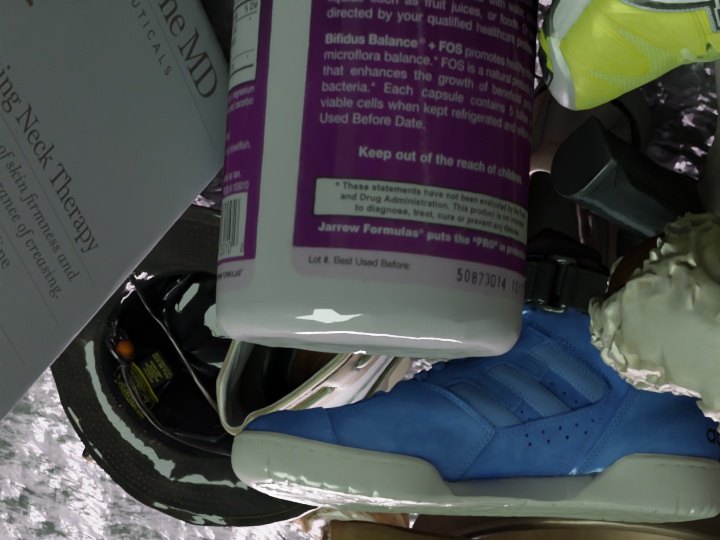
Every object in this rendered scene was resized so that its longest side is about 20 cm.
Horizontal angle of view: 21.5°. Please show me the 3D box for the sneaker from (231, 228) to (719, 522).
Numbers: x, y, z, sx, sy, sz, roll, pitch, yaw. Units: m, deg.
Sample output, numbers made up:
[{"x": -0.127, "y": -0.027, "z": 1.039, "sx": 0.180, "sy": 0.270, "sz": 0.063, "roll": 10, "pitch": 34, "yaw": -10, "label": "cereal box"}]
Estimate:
[{"x": 0.048, "y": 0.040, "z": 0.754, "sx": 0.198, "sy": 0.112, "sz": 0.077, "roll": 3, "pitch": 169, "yaw": -8, "label": "sneaker"}]

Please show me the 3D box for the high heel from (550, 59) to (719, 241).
[{"x": 0.188, "y": -0.061, "z": 0.722, "sx": 0.142, "sy": 0.072, "sz": 0.200, "roll": 25, "pitch": 134, "yaw": -38, "label": "high heel"}]

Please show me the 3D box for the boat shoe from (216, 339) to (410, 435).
[{"x": 0.000, "y": 0.000, "z": 0.802, "sx": 0.075, "sy": 0.068, "sz": 0.201, "roll": 44, "pitch": 126, "yaw": 29, "label": "boat shoe"}]

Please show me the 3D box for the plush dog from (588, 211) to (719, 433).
[{"x": 0.211, "y": 0.023, "z": 0.686, "sx": 0.199, "sy": 0.171, "sz": 0.161, "roll": -30, "pitch": 84, "yaw": 37, "label": "plush dog"}]

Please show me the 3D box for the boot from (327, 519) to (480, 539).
[{"x": 0.082, "y": 0.136, "z": 0.774, "sx": 0.198, "sy": 0.067, "sz": 0.176, "roll": 11, "pitch": 152, "yaw": 0, "label": "boot"}]

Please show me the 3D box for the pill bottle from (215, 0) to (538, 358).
[{"x": 0.008, "y": -0.073, "z": 0.680, "sx": 0.111, "sy": 0.202, "sz": 0.112, "roll": 4, "pitch": 174, "yaw": 0, "label": "pill bottle"}]

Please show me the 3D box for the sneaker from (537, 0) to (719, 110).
[{"x": 0.142, "y": -0.103, "z": 0.626, "sx": 0.200, "sy": 0.075, "sz": 0.077, "roll": -35, "pitch": 81, "yaw": 35, "label": "sneaker"}]

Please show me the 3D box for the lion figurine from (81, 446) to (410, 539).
[{"x": -0.064, "y": 0.116, "z": 1.074, "sx": 0.199, "sy": 0.073, "sz": 0.122, "roll": 5, "pitch": 149, "yaw": 51, "label": "lion figurine"}]

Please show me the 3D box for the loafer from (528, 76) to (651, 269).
[{"x": 0.081, "y": -0.002, "z": 0.835, "sx": 0.071, "sy": 0.063, "sz": 0.201, "roll": 20, "pitch": 140, "yaw": 15, "label": "loafer"}]

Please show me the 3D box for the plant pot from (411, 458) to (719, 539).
[{"x": 0.122, "y": 0.120, "z": 0.890, "sx": 0.199, "sy": 0.093, "sz": 0.201, "roll": 6, "pitch": 149, "yaw": 4, "label": "plant pot"}]

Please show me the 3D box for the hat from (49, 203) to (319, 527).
[{"x": -0.065, "y": 0.035, "z": 0.957, "sx": 0.199, "sy": 0.081, "sz": 0.202, "roll": 15, "pitch": 124, "yaw": 24, "label": "hat"}]

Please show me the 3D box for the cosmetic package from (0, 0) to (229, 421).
[{"x": -0.186, "y": -0.072, "z": 0.823, "sx": 0.165, "sy": 0.200, "sz": 0.168, "roll": 12, "pitch": 140, "yaw": 37, "label": "cosmetic package"}]
